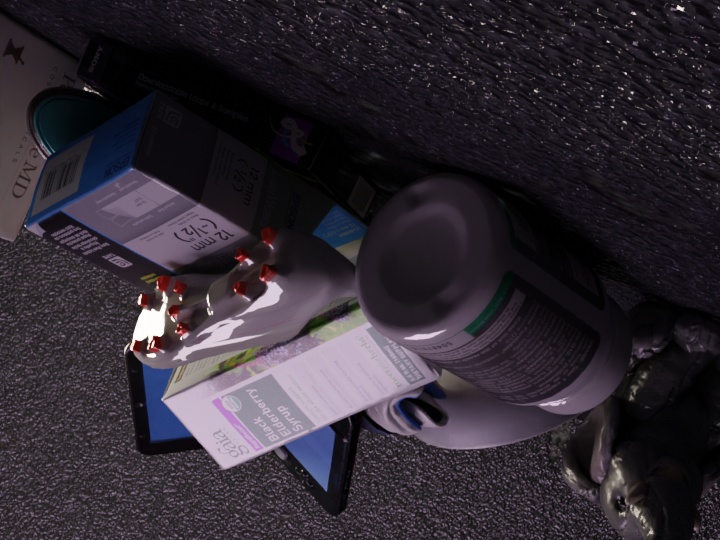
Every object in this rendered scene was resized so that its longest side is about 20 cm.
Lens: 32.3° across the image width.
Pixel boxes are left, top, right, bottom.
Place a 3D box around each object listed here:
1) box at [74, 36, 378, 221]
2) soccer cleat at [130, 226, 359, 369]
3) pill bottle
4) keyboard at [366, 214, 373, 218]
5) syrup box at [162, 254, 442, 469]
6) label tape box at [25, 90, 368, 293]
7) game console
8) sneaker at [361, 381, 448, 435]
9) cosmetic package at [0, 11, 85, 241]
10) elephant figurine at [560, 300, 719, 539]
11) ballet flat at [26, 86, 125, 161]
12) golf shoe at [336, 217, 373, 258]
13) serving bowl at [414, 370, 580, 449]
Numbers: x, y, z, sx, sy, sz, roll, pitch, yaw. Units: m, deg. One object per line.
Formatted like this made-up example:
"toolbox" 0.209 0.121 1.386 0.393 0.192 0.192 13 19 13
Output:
"box" -0.095 -0.102 0.915 0.199 0.036 0.143 25 175 19
"soccer cleat" -0.084 0.029 0.841 0.077 0.070 0.199 25 146 -35
"pill bottle" 0.096 0.024 0.829 0.113 0.114 0.199 20 172 44
"keyboard" -0.085 -0.082 1.178 0.127 0.021 0.199 29 173 -39
"syrup box" -0.040 0.063 0.902 0.079 0.199 0.082 52 -152 -23
"label tape box" -0.111 -0.030 0.875 0.199 0.067 0.143 33 145 -32
"game console" -0.100 0.138 1.062 0.172 0.118 0.201 44 152 22
"sneaker" 0.009 0.122 1.115 0.146 0.081 0.201 26 154 19
"cosmetic package" -0.366 -0.148 1.012 0.164 0.166 0.200 21 175 36
"elephant figurine" 0.212 0.134 0.903 0.141 0.202 0.155 21 174 35
"ballet flat" -0.166 -0.078 0.947 0.199 0.068 0.064 27 -177 -26
"golf shoe" 0.000 0.000 1.031 0.078 0.098 0.200 26 -176 26
"serving bowl" 0.129 0.085 1.152 0.200 0.199 0.066 16 129 62
